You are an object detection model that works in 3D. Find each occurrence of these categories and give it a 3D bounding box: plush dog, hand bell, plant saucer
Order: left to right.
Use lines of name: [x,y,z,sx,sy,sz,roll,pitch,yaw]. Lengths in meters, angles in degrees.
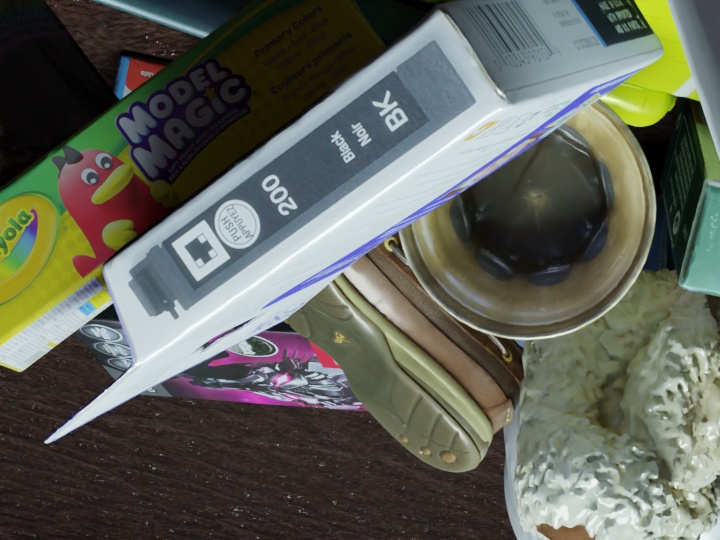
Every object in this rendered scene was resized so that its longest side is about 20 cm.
plant saucer: [-0.032,-0.110,0.897,0.199,0.019,0.070,18,158,-22]
hand bell: [0.085,-0.038,0.906,0.103,0.105,0.200,4,-171,11]
plush dog: [0.165,0.047,0.943,0.170,0.162,0.200,-6,170,16]

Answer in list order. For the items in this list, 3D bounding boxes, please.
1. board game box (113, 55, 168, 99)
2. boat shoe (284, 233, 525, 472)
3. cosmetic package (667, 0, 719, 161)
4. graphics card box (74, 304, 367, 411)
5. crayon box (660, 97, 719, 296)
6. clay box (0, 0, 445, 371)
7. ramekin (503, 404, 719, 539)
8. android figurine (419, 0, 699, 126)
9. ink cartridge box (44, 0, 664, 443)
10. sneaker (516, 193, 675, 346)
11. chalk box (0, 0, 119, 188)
board game box: [-0.039,-0.028,1.062,0.194,0.056,0.200,10,160,-6]
boat shoe: [0.000,0.000,0.947,0.200,0.068,0.072,48,153,-8]
cosmetic package: [0.197,-0.053,0.640,0.164,0.202,0.165,-20,153,14]
graphics card box: [-0.042,0.030,1.066,0.198,0.051,0.126,5,160,12]
crayon box: [0.233,-0.016,0.881,0.198,0.052,0.126,12,-158,0]
clay box: [-0.061,-0.042,0.740,0.048,0.199,0.115,52,174,2]
ramekin: [0.169,0.089,1.115,0.200,0.204,0.094,1,148,19]
android figurine: [0.126,-0.108,0.811,0.198,0.041,0.182,15,159,-14]
ink cartridge box: [-0.004,-0.028,0.717,0.199,0.044,0.198,-36,176,24]
sneaker: [0.155,-0.004,1.041,0.198,0.075,0.082,-5,151,18]
chalk box: [-0.207,-0.082,0.793,0.124,0.201,0.124,-30,169,-40]
